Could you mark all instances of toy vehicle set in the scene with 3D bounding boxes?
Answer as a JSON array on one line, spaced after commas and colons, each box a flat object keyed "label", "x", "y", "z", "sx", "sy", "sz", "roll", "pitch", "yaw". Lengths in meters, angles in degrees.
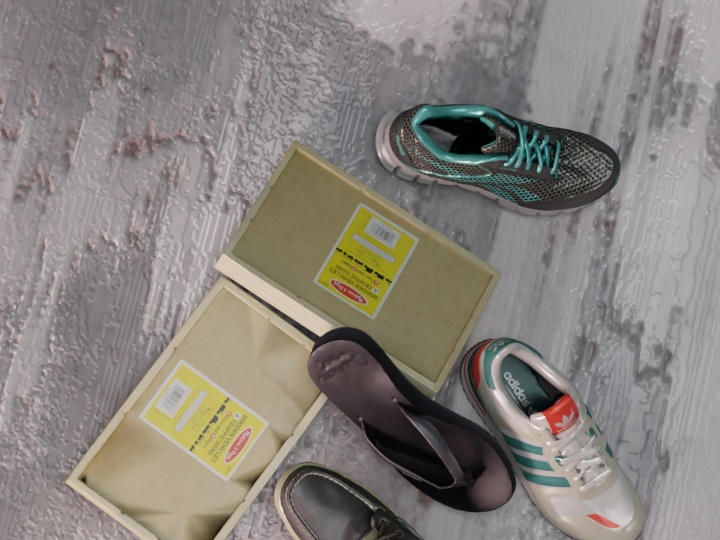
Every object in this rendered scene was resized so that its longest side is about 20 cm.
[{"label": "toy vehicle set", "x": 0.000, "y": 0.000, "z": 1.674, "sx": 0.200, "sy": 0.027, "sz": 0.124, "roll": 33, "pitch": 60, "yaw": -3}, {"label": "toy vehicle set", "x": -0.118, "y": 0.120, "z": 1.648, "sx": 0.124, "sy": 0.027, "sz": 0.200, "roll": 37, "pitch": 77, "yaw": -1}]

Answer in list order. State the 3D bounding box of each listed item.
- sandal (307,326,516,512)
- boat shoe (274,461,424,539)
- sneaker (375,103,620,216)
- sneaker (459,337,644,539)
[{"label": "sandal", "x": 0.035, "y": 0.127, "z": 1.638, "sx": 0.200, "sy": 0.076, "sz": 0.043, "roll": 40, "pitch": 32, "yaw": -16}, {"label": "boat shoe", "x": 0.021, "y": 0.221, "z": 1.633, "sx": 0.201, "sy": 0.066, "sz": 0.072, "roll": 45, "pitch": 73, "yaw": -8}, {"label": "sneaker", "x": 0.114, "y": -0.092, "z": 1.692, "sx": 0.200, "sy": 0.091, "sz": 0.078, "roll": 7, "pitch": 81, "yaw": -8}, {"label": "sneaker", "x": 0.154, "y": 0.135, "z": 1.661, "sx": 0.070, "sy": 0.093, "sz": 0.200, "roll": -36, "pitch": 88, "yaw": -12}]
